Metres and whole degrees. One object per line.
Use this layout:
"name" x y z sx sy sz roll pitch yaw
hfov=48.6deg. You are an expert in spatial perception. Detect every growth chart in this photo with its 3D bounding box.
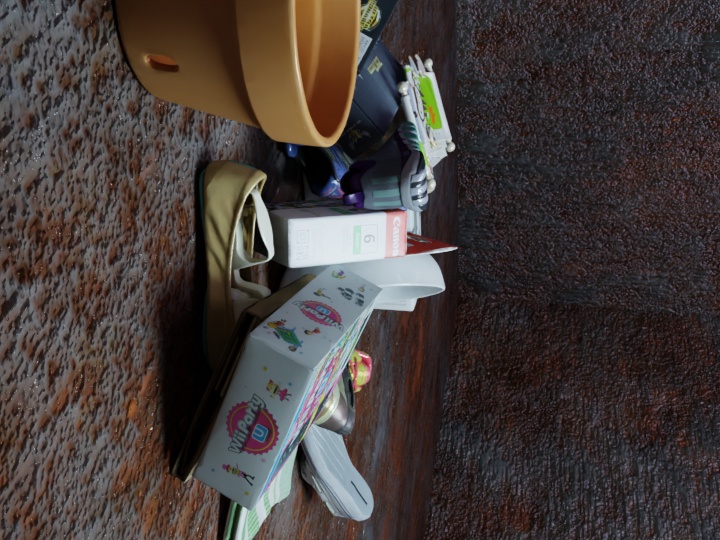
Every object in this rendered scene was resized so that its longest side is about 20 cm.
"growth chart" 0.081 -0.194 0.991 0.200 0.018 0.146 -54 128 -64

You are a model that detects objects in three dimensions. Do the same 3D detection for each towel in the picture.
"towel" -0.099 0.211 0.888 0.200 0.023 0.155 -12 114 -79

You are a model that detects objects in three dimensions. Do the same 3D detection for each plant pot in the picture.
"plant pot" -0.086 -0.197 0.588 0.200 0.138 0.203 5 90 -78

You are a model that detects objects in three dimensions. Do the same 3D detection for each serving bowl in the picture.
"serving bowl" 0.000 0.000 0.949 0.200 0.197 0.067 32 53 -77

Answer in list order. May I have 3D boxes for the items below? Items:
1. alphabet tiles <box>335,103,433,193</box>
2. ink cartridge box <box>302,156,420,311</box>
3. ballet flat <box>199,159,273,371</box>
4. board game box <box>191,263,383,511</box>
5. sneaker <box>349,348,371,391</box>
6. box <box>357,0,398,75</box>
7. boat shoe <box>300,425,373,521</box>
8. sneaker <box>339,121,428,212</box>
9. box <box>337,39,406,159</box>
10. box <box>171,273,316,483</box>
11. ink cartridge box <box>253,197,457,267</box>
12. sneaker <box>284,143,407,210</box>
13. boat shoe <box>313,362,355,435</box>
"alphabet tiles" 0.016 -0.181 0.972 0.199 0.015 0.197 2 55 -52
"ink cartridge box" 0.005 -0.056 1.068 0.084 0.144 0.202 -67 157 -57
"ballet flat" -0.110 0.003 0.721 0.069 0.062 0.203 -54 146 -69
"board game box" -0.059 0.094 0.715 0.149 0.064 0.200 -66 171 23
"sneaker" -0.033 0.136 1.076 0.200 0.089 0.079 -31 126 -74
"box" 0.024 -0.319 0.841 0.160 0.046 0.201 -57 -166 35
"boat shoe" -0.052 0.272 1.093 0.202 0.066 0.074 65 28 -22
"sneaker" 0.021 -0.111 0.838 0.200 0.086 0.075 -89 173 -73
"box" -0.021 -0.234 0.908 0.158 0.051 0.201 48 30 -15
"box" -0.101 0.092 0.756 0.165 0.021 0.200 -65 173 13
"ink cartridge box" -0.008 -0.045 0.826 0.109 0.198 0.051 23 -64 57
"sneaker" -0.023 -0.103 0.946 0.200 0.075 0.079 45 42 -14
"boat shoe" -0.046 0.118 0.928 0.066 0.071 0.201 48 12 -27
